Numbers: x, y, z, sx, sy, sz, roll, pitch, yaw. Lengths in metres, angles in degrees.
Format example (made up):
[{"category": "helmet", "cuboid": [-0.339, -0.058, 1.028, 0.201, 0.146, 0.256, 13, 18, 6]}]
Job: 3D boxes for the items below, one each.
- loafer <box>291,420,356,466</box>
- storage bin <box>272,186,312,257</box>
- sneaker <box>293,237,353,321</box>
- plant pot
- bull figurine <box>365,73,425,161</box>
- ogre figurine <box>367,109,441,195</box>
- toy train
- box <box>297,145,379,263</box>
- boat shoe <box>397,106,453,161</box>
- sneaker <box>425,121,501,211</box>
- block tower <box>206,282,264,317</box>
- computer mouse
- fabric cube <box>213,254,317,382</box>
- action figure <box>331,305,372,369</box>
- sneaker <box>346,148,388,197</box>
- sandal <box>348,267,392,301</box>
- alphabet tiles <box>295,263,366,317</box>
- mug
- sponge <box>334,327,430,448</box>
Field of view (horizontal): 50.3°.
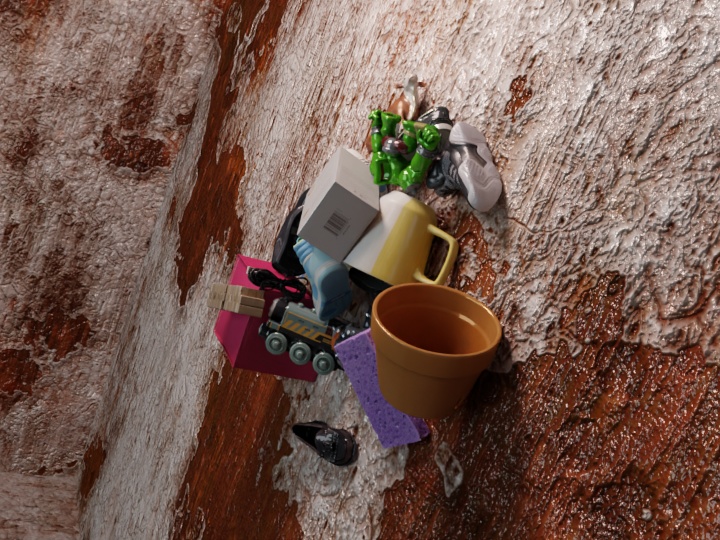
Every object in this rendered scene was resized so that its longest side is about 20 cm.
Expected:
[{"category": "loafer", "cuboid": [-0.077, 0.342, 1.528, 0.199, 0.062, 0.073, 4, 81, 62]}, {"category": "storage bin", "cuboid": [-0.073, -0.058, 1.652, 0.134, 0.144, 0.201, 45, 120, 27]}, {"category": "sneaker", "cuboid": [-0.074, 0.003, 1.461, 0.131, 0.079, 0.201, 58, 160, 26]}, {"category": "plant pot", "cuboid": [0.104, 0.130, 1.174, 0.201, 0.197, 0.142, -123, 38, -54]}, {"category": "bull figurine", "cuboid": [0.075, -0.292, 1.530, 0.201, 0.064, 0.123, -55, 31, 36]}, {"category": "ogre figurine", "cuboid": [0.067, -0.212, 1.371, 0.198, 0.097, 0.122, 24, 111, 33]}, {"category": "toy train", "cuboid": [-0.105, 0.131, 1.556, 0.085, 0.197, 0.115, -55, -13, -80]}, {"category": "box", "cuboid": [-0.037, -0.125, 1.409, 0.125, 0.097, 0.201, -52, 15, 23]}, {"category": "boat shoe", "cuboid": [0.102, -0.237, 1.457, 0.199, 0.075, 0.061, -29, 53, 40]}, {"category": "sneaker", "cuboid": [0.170, -0.149, 1.287, 0.114, 0.075, 0.202, -52, 30, 39]}, {"category": "block tower", "cuboid": [-0.258, 0.060, 1.583, 0.199, 0.057, 0.055, 4, 81, 60]}, {"category": "computer mouse", "cuboid": [-0.138, -0.049, 1.545, 0.202, 0.137, 0.053, -63, 33, 9]}, {"category": "fabric cube", "cuboid": [-0.187, 0.104, 1.698, 0.200, 0.197, 0.199, 42, 114, 59]}, {"category": "action figure", "cuboid": [0.011, 0.128, 1.427, 0.192, 0.103, 0.203, 15, 93, 53]}, {"category": "sneaker", "cuboid": [0.012, -0.204, 1.603, 0.073, 0.071, 0.201, -65, 33, 30]}, {"category": "sandal", "cuboid": [0.044, 0.056, 1.385, 0.199, 0.075, 0.048, 27, 73, 44]}, {"category": "alphabet tiles", "cuboid": [-0.052, -0.005, 1.538, 0.200, 0.007, 0.169, 43, 121, 38]}, {"category": "mug", "cuboid": [0.081, -0.048, 1.375, 0.149, 0.184, 0.155, 18, -83, -86]}, {"category": "sponge", "cuboid": [0.033, 0.202, 1.310, 0.111, 0.030, 0.202, -31, 86, 52]}]
